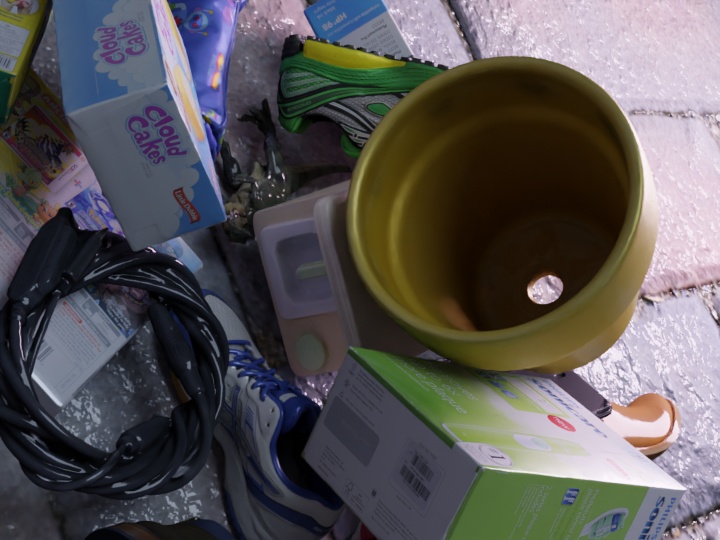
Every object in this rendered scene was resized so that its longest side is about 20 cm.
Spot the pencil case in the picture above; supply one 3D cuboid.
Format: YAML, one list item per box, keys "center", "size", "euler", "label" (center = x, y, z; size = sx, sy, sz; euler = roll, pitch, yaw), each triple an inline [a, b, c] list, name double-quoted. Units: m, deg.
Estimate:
- center: [-0.133, -0.163, 1.100]
  size: [0.078, 0.086, 0.202]
  euler: [65, 23, -47]
  label: "pencil case"

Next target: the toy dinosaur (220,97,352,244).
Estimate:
- center: [-0.080, -0.081, 1.132]
  size: [0.089, 0.047, 0.200]
  euler: [56, 33, -3]
  label: "toy dinosaur"

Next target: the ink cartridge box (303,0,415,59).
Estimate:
- center: [0.033, -0.141, 1.231]
  size: [0.201, 0.066, 0.116]
  euler: [62, 5, 10]
  label: "ink cartridge box"

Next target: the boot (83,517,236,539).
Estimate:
- center: [-0.068, 0.208, 0.854]
  size: [0.199, 0.075, 0.097]
  euler: [35, 21, 26]
  label: "boot"

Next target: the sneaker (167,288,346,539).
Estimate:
- center: [-0.065, 0.092, 0.978]
  size: [0.075, 0.088, 0.202]
  euler: [-11, 69, -47]
  label: "sneaker"

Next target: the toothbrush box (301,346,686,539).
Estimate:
- center: [0.086, 0.130, 0.922]
  size: [0.199, 0.087, 0.145]
  euler: [14, 18, -41]
  label: "toothbrush box"

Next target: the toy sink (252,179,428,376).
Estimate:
- center: [0.000, 0.000, 1.071]
  size: [0.199, 0.111, 0.132]
  euler: [-25, 102, -55]
  label: "toy sink"

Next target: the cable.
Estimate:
- center: [-0.154, 0.063, 0.877]
  size: [0.163, 0.051, 0.201]
  euler: [41, 36, -26]
  label: "cable"

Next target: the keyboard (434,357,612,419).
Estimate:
- center: [0.091, 0.105, 1.127]
  size: [0.198, 0.021, 0.127]
  euler: [-15, 41, -35]
  label: "keyboard"

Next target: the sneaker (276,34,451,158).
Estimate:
- center: [0.029, -0.125, 1.137]
  size: [0.198, 0.086, 0.078]
  euler: [12, 2, 8]
  label: "sneaker"

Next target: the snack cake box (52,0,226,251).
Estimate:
- center: [-0.148, -0.124, 0.932]
  size: [0.201, 0.066, 0.116]
  euler: [-108, -179, -46]
  label: "snack cake box"

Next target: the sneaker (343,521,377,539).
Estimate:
- center: [0.041, 0.212, 1.014]
  size: [0.199, 0.075, 0.081]
  euler: [28, 22, -52]
  label: "sneaker"

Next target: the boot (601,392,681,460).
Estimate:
- center: [0.194, 0.117, 1.246]
  size: [0.155, 0.074, 0.200]
  euler: [49, 35, 0]
  label: "boot"

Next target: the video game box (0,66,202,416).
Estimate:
- center: [-0.221, -0.026, 0.936]
  size: [0.200, 0.047, 0.182]
  euler: [49, 41, -7]
  label: "video game box"

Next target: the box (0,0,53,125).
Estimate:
- center: [-0.267, -0.189, 0.969]
  size: [0.116, 0.049, 0.201]
  euler: [18, 42, -10]
  label: "box"

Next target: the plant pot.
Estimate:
- center: [0.113, -0.016, 0.988]
  size: [0.189, 0.199, 0.203]
  euler: [46, 27, -60]
  label: "plant pot"
